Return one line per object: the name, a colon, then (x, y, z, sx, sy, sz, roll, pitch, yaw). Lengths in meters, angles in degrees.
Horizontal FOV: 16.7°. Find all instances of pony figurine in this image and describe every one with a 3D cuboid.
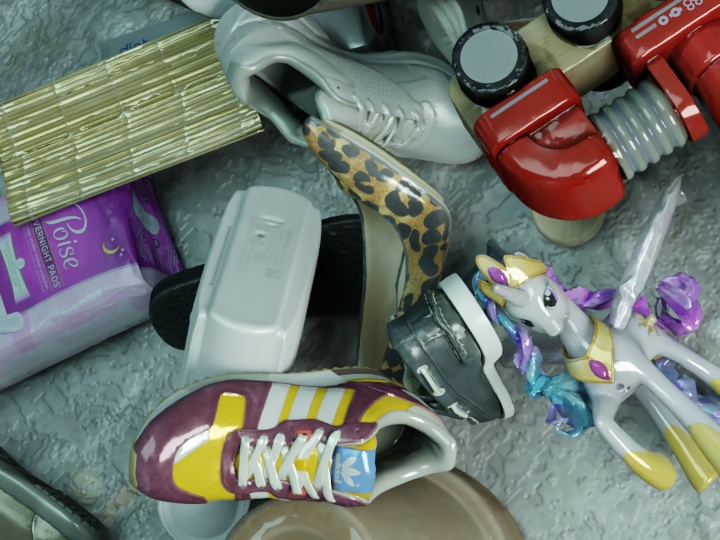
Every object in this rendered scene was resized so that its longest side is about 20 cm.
pony figurine: (0.163, 0.042, 1.518, 0.200, 0.193, 0.167, 44, 113, 3)

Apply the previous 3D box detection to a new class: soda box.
soda box: (-0.079, -0.150, 1.718, 0.200, 0.063, 0.068, -16, 73, 19)

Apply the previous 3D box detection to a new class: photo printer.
photo printer: (-0.080, 0.069, 1.588, 0.069, 0.166, 0.200, 14, 123, 0)

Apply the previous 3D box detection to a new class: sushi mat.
sushi mat: (-0.164, -0.105, 1.695, 0.200, 0.012, 0.096, -20, 66, 15)

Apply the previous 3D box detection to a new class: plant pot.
plant pot: (-0.006, 0.205, 1.547, 0.200, 0.175, 0.200, -5, 76, 21)

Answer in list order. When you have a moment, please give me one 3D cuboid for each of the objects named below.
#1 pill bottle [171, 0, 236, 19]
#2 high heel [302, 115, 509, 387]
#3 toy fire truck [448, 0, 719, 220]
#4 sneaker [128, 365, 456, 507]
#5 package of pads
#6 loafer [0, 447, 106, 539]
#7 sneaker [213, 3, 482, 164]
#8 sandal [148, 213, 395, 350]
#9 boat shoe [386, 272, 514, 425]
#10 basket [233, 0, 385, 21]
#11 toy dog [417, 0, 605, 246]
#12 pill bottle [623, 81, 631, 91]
pill bottle: (-0.133, -0.248, 1.714, 0.106, 0.106, 0.200, -59, 36, 1)
high heel: (0.000, 0.000, 1.588, 0.143, 0.200, 0.071, -49, 30, 3)
toy fire truck: (0.175, -0.077, 1.458, 0.176, 0.129, 0.200, -33, 67, 0)
sneaker: (-0.038, 0.104, 1.456, 0.090, 0.200, 0.075, 30, 124, 50)
package of pads: (-0.231, 0.006, 1.742, 0.200, 0.076, 0.121, -26, 71, 16)
loafer: (-0.272, 0.157, 1.725, 0.200, 0.075, 0.070, 32, 88, 26)
sneaker: (-0.006, -0.105, 1.623, 0.200, 0.099, 0.078, 18, 122, -11)
sandal: (-0.048, -0.002, 1.668, 0.200, 0.075, 0.048, -13, 33, 11)
boat shoe: (0.053, 0.058, 1.537, 0.060, 0.200, 0.076, -30, 66, -3)
basket: (0.020, -0.233, 1.527, 0.180, 0.200, 0.136, 29, 121, 48)
toy dog: (0.123, -0.115, 1.596, 0.096, 0.132, 0.200, -29, 99, -2)
pill bottle: (0.173, -0.215, 1.596, 0.120, 0.120, 0.200, -30, 69, 14)
